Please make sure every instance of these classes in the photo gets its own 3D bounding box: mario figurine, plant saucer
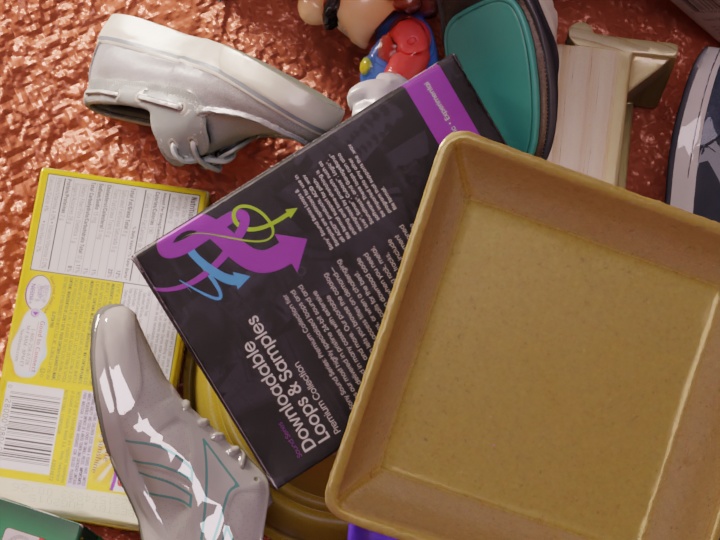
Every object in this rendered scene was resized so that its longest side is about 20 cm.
[{"bbox_3d":[0.007,-0.117,1.034,0.105,0.123,0.201,-18,91,-31],"label":"mario figurine"},{"bbox_3d":[0.100,0.055,0.916,0.199,0.048,0.201,19,88,-8],"label":"plant saucer"}]

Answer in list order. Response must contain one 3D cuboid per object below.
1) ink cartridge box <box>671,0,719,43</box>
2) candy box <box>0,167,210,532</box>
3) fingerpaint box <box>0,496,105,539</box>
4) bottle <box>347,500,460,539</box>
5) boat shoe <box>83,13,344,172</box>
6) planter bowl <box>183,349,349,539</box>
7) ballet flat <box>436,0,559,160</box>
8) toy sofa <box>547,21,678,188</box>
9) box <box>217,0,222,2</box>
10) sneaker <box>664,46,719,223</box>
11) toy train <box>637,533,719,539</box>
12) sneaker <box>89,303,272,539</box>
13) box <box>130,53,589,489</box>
[{"bbox_3d":[0.214,-0.207,0.998,0.199,0.145,0.084,32,74,-33],"label":"ink cartridge box"},{"bbox_3d":[-0.152,0.045,1.042,0.101,0.026,0.202,9,76,-1],"label":"candy box"},{"bbox_3d":[-0.189,0.226,0.924,0.073,0.167,0.201,16,76,6],"label":"fingerpaint box"},{"bbox_3d":[0.035,0.221,0.944,0.065,0.083,0.202,0,79,-24],"label":"bottle"},{"bbox_3d":[-0.088,-0.091,1.023,0.200,0.070,0.072,23,90,45],"label":"boat shoe"},{"bbox_3d":[-0.004,0.057,1.010,0.199,0.084,0.202,0,76,1],"label":"planter bowl"},{"bbox_3d":[0.072,-0.154,0.978,0.073,0.073,0.201,-23,97,-6],"label":"ballet flat"},{"bbox_3d":[0.120,-0.033,1.030,0.097,0.083,0.202,7,74,4],"label":"toy sofa"},{"bbox_3d":[-0.046,-0.288,1.036,0.192,0.200,0.122,-36,79,-9],"label":"box"},{"bbox_3d":[0.242,-0.022,1.025,0.145,0.077,0.204,6,85,13],"label":"sneaker"},{"bbox_3d":[0.162,0.149,0.979,0.114,0.087,0.200,44,89,13],"label":"toy train"},{"bbox_3d":[-0.094,0.110,0.983,0.080,0.070,0.202,-19,87,-6],"label":"sneaker"},{"bbox_3d":[0.000,0.000,0.943,0.199,0.036,0.144,-32,95,-7],"label":"box"}]
